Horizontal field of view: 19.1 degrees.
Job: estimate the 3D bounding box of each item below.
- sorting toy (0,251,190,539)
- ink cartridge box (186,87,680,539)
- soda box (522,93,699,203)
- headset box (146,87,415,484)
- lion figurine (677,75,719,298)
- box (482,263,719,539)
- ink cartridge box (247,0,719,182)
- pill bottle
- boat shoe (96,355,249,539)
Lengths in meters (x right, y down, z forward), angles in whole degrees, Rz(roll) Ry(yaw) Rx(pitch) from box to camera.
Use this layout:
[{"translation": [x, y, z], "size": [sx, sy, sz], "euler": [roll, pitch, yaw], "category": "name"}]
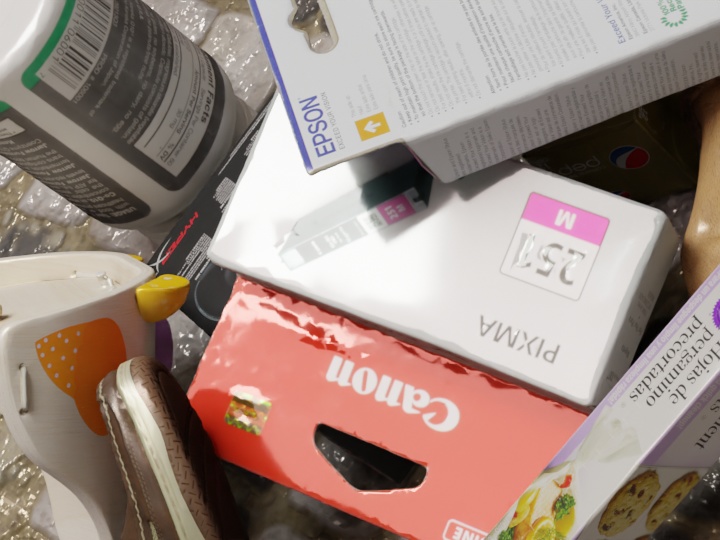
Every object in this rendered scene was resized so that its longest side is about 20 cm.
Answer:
[{"translation": [-0.137, 0.090, 1.076], "size": [0.200, 0.106, 0.181], "euler": [-157, 58, -69], "category": "sorting toy"}, {"translation": [0.020, 0.026, 0.972], "size": [0.199, 0.044, 0.174], "euler": [21, 84, 21], "category": "ink cartridge box"}, {"translation": [0.125, -0.131, 1.061], "size": [0.064, 0.068, 0.201], "euler": [-16, 54, 32], "category": "soda box"}, {"translation": [0.000, 0.000, 1.078], "size": [0.149, 0.075, 0.200], "euler": [-54, 43, 0], "category": "headset box"}, {"translation": [0.177, -0.040, 0.958], "size": [0.122, 0.072, 0.201], "euler": [-2, 67, 48], "category": "lion figurine"}, {"translation": [0.109, 0.087, 0.903], "size": [0.200, 0.041, 0.039], "euler": [-50, 43, 11], "category": "box"}, {"translation": [0.050, -0.131, 0.995], "size": [0.199, 0.043, 0.197], "euler": [-21, 47, 2], "category": "ink cartridge box"}, {"translation": [-0.140, -0.092, 1.165], "size": [0.113, 0.200, 0.114], "euler": [-21, 52, 29], "category": "pill bottle"}, {"translation": [-0.087, 0.143, 0.978], "size": [0.074, 0.203, 0.075], "euler": [-21, 6, 6], "category": "boat shoe"}]
